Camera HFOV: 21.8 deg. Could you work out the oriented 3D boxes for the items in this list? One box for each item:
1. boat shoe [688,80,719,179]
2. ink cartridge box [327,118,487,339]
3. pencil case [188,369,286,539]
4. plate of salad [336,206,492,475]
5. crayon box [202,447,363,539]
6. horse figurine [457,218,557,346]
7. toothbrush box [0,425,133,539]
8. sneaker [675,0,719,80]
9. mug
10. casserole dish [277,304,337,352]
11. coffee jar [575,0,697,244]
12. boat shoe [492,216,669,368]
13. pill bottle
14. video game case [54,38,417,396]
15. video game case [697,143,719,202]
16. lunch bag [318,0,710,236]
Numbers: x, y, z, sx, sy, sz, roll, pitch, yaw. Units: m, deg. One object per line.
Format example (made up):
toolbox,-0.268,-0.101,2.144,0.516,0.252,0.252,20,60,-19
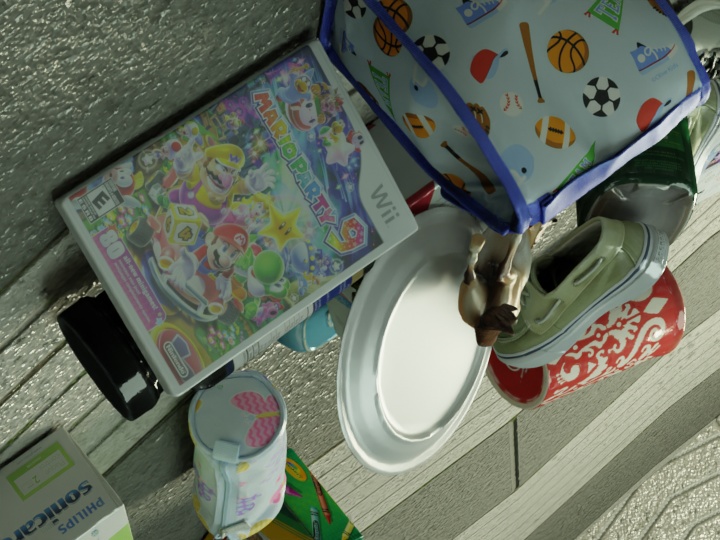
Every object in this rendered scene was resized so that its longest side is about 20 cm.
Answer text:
boat shoe,0.301,-0.122,1.820,0.062,0.072,0.200,0,146,-17
ink cartridge box,0.041,-0.023,1.426,0.145,0.083,0.200,-36,147,-16
pencil case,-0.107,0.162,1.610,0.091,0.083,0.200,-57,169,-27
plate of salad,0.037,0.050,1.364,0.200,0.048,0.201,-25,123,-46
crayon box,-0.092,0.287,1.865,0.058,0.119,0.200,-20,152,-46
horse figurine,0.105,-0.016,1.335,0.133,0.050,0.201,93,13,-50
toothbrush box,-0.256,0.227,1.457,0.145,0.086,0.200,-36,161,-16
sneaker,0.320,-0.200,1.665,0.199,0.079,0.074,-26,158,-36
mug,0.228,0.044,2.010,0.199,0.179,0.133,-23,-169,-33
casserole dish,0.000,0.000,1.537,0.200,0.039,0.121,-38,161,-14
coffee jar,0.207,-0.121,1.451,0.085,0.201,0.104,3,149,-7
boat shoe,0.153,0.011,1.427,0.200,0.062,0.072,-42,-149,47
pill bottle,-0.097,0.008,1.245,0.200,0.112,0.112,-36,161,-16
video game case,-0.074,-0.035,1.176,0.200,0.144,0.018,-35,-165,-20
video game case,0.401,-0.152,1.983,0.199,0.045,0.182,-26,157,-40
lunch bag,0.097,-0.134,1.175,0.170,0.200,0.124,-36,161,-19
